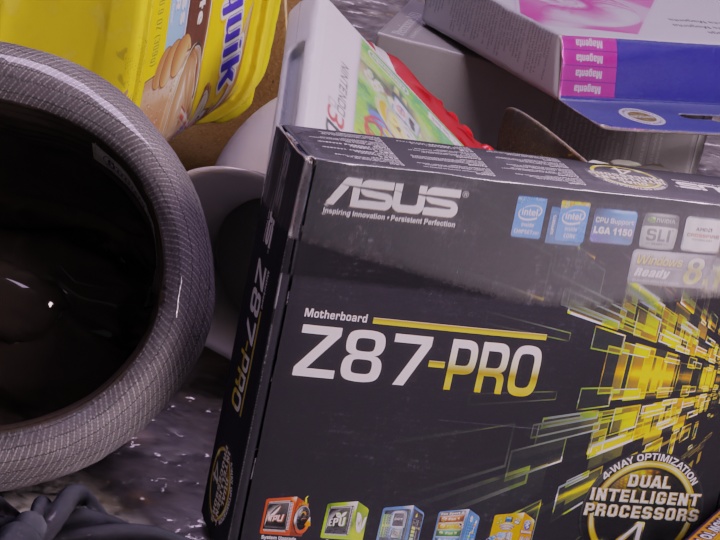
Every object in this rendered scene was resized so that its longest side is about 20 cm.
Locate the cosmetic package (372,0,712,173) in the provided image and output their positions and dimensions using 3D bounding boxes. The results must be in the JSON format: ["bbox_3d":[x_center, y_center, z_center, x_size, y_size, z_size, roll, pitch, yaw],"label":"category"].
[{"bbox_3d":[0.104,-0.091,1.695,0.200,0.090,0.107,16,19,6],"label":"cosmetic package"}]

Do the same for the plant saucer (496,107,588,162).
[{"bbox_3d":[0.128,0.006,1.316,0.200,0.032,0.200,46,0,1],"label":"plant saucer"}]

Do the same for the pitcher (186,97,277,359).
[{"bbox_3d":[0.000,0.000,1.290,0.172,0.121,0.200,43,21,0],"label":"pitcher"}]

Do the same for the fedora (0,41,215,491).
[{"bbox_3d":[-0.154,0.004,1.117,0.199,0.177,0.090,3,-14,1],"label":"fedora"}]

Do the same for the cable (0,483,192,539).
[{"bbox_3d":[-0.073,0.109,0.898,0.163,0.051,0.200,32,18,38],"label":"cable"}]

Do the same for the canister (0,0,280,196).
[{"bbox_3d":[-0.099,-0.121,1.243,0.086,0.149,0.200,14,18,11],"label":"canister"}]

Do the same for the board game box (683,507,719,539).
[{"bbox_3d":[0.212,0.129,1.067,0.165,0.057,0.200,16,17,20],"label":"board game box"}]

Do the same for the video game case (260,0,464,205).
[{"bbox_3d":[0.037,-0.007,1.196,0.200,0.022,0.182,46,22,-20],"label":"video game case"}]

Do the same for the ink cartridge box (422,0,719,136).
[{"bbox_3d":[0.168,-0.127,1.647,0.196,0.043,0.200,0,20,-31],"label":"ink cartridge box"}]

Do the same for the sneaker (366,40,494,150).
[{"bbox_3d":[0.049,-0.048,1.544,0.115,0.078,0.200,16,31,-20],"label":"sneaker"}]

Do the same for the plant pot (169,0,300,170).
[{"bbox_3d":[-0.127,-0.134,1.556,0.199,0.187,0.186,-1,15,5],"label":"plant pot"}]

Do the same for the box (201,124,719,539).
[{"bbox_3d":[0.052,0.036,1.084,0.200,0.162,0.049,7,17,-19],"label":"box"}]

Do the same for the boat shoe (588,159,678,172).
[{"bbox_3d":[0.147,-0.021,1.508,0.060,0.072,0.202,10,11,14],"label":"boat shoe"}]
